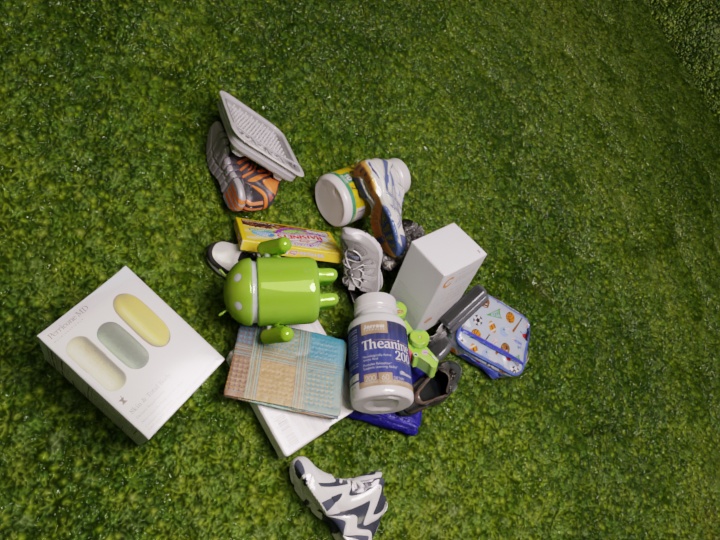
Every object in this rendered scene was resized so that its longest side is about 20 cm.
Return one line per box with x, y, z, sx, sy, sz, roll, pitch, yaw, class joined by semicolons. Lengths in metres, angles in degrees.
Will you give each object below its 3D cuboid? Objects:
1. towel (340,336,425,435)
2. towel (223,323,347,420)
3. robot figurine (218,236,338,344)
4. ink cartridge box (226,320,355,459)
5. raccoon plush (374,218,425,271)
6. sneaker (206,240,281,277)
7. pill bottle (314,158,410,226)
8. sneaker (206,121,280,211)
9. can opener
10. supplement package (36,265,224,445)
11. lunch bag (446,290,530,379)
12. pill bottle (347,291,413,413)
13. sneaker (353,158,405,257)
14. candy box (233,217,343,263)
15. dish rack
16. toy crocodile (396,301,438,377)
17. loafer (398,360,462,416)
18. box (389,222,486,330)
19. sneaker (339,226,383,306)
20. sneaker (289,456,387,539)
0.038;0.224;1.010;0.199;0.050;0.149;23;62;-19;towel
-0.124;0.168;0.902;0.199;0.022;0.148;15;59;-14;towel
-0.140;0.035;0.886;0.199;0.116;0.177;-1;82;-13;robot figurine
-0.113;0.198;0.928;0.176;0.045;0.201;-25;77;-32;ink cartridge box
0.105;-0.019;1.112;0.199;0.097;0.135;31;56;-14;raccoon plush
-0.186;-0.012;0.969;0.199;0.080;0.074;20;64;-18;sneaker
0.011;-0.177;1.120;0.199;0.113;0.113;-26;83;-33;pill bottle
-0.231;-0.202;1.034;0.112;0.077;0.201;-6;69;-44;sneaker
0.195;0.116;1.083;0.200;0.053;0.066;-46;59;-5;can opener
-0.342;0.133;0.782;0.200;0.151;0.152;45;57;-5;supplement package
0.289;0.148;1.162;0.199;0.076;0.161;29;61;-14;lunch bag
0.033;0.145;0.939;0.110;0.111;0.201;13;54;-23;pill bottle
0.061;-0.129;1.032;0.088;0.075;0.201;-20;93;-34;sneaker
-0.140;-0.058;1.010;0.199;0.027;0.102;7;29;-26;candy box
-0.204;-0.255;1.018;0.171;0.044;0.201;27;27;-42;dish rack
0.082;0.128;1.023;0.061;0.068;0.200;-23;56;-25;toy crocodile
0.149;0.226;1.012;0.199;0.063;0.072;-20;80;-45;loafer
0.146;0.022;1.048;0.124;0.201;0.098;-24;60;-34;box
0.000;0.000;1.005;0.074;0.201;0.082;13;55;26;sneaker
-0.025;0.371;0.899;0.199;0.079;0.129;51;55;-2;sneaker
